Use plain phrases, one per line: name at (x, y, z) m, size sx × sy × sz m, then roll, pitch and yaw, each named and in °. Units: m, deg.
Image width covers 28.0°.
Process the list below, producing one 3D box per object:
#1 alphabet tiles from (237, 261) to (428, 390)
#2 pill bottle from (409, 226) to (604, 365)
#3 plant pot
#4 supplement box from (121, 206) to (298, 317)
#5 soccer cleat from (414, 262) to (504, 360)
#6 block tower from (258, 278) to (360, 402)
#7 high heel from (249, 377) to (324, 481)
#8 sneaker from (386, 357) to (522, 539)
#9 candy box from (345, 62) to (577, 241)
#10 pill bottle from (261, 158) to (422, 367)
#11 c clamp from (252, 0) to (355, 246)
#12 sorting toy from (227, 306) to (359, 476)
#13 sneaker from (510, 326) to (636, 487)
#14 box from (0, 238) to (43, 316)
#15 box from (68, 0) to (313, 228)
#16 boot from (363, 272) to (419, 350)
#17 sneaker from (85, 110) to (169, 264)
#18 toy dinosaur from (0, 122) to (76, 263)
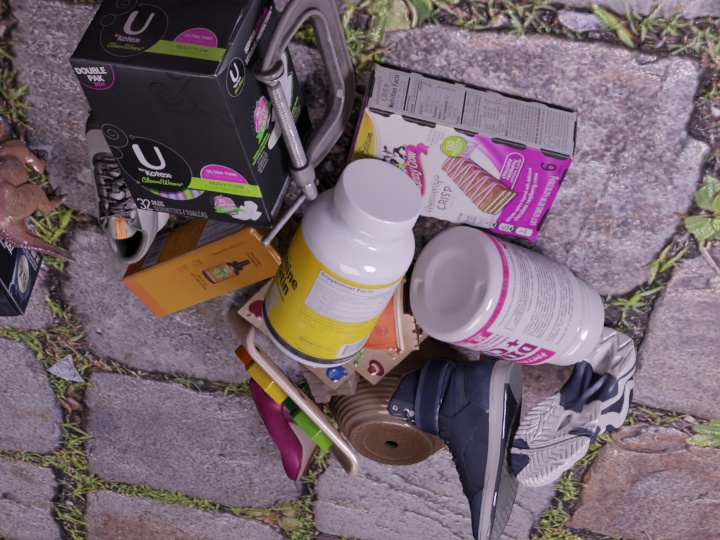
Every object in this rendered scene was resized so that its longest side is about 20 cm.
alphabet tiles at (-0.010, 0.040, 1.559) m, size 0.167 × 0.008 × 0.200 m, roll -43°, pitch 126°, yaw 8°
pill bottle at (0.153, 0.032, 1.455) m, size 0.113 × 0.114 × 0.199 m, roll -24°, pitch 152°, yaw 38°
plant pot at (0.043, 0.169, 1.722) m, size 0.199 × 0.093 × 0.202 m, roll 7°, pitch 144°, yaw 5°
supplement box at (-0.160, -0.016, 1.543) m, size 0.199 × 0.069 × 0.067 m, roll -17°, pitch 126°, yaw 36°
soccer cleat at (0.126, 0.037, 1.551) m, size 0.077 × 0.070 × 0.200 m, roll -19°, pitch 142°, yaw 27°
block tower at (-0.052, 0.058, 1.602) m, size 0.057 × 0.054 × 0.201 m, roll -4°, pitch 131°, yaw 21°
high heel at (-0.100, 0.198, 1.837) m, size 0.095 × 0.068 × 0.201 m, roll 25°, pitch 143°, yaw 9°
sneaker at (0.101, 0.196, 1.598) m, size 0.145 × 0.205 × 0.077 m, roll 3°, pitch 176°, yaw 24°
candy box at (0.091, -0.109, 1.364) m, size 0.198 × 0.061 × 0.137 m, roll 13°, pitch 144°, yaw -2°
pill bottle at (-0.015, -0.008, 1.371) m, size 0.111 × 0.113 × 0.201 m, roll 19°, pitch 133°, yaw -11°
c clamp at (-0.051, -0.145, 1.270) m, size 0.027 × 0.171 × 0.201 m, roll 19°, pitch 143°, yaw 27°
sorting toy at (-0.083, 0.137, 1.616) m, size 0.201 × 0.036 × 0.185 m, roll 52°, pitch 175°, yaw -12°
sneaker at (0.245, 0.169, 1.608) m, size 0.079 × 0.200 × 0.130 m, roll 23°, pitch 164°, yaw 28°
box at (-0.480, -0.029, 1.596) m, size 0.198 × 0.087 × 0.164 m, roll 0°, pitch 143°, yaw 14°
box at (-0.146, -0.155, 1.296) m, size 0.147 × 0.125 × 0.201 m, roll 8°, pitch 144°, yaw 19°
boot at (0.000, 0.000, 1.483) m, size 0.106 × 0.075 × 0.202 m, roll -3°, pitch 122°, yaw 8°
sneaker at (-0.238, -0.085, 1.466) m, size 0.073 × 0.080 × 0.201 m, roll 6°, pitch 142°, yaw 9°
toy dinosaur at (-0.361, -0.087, 1.438) m, size 0.085 × 0.202 × 0.136 m, roll -24°, pitch 177°, yaw 6°
